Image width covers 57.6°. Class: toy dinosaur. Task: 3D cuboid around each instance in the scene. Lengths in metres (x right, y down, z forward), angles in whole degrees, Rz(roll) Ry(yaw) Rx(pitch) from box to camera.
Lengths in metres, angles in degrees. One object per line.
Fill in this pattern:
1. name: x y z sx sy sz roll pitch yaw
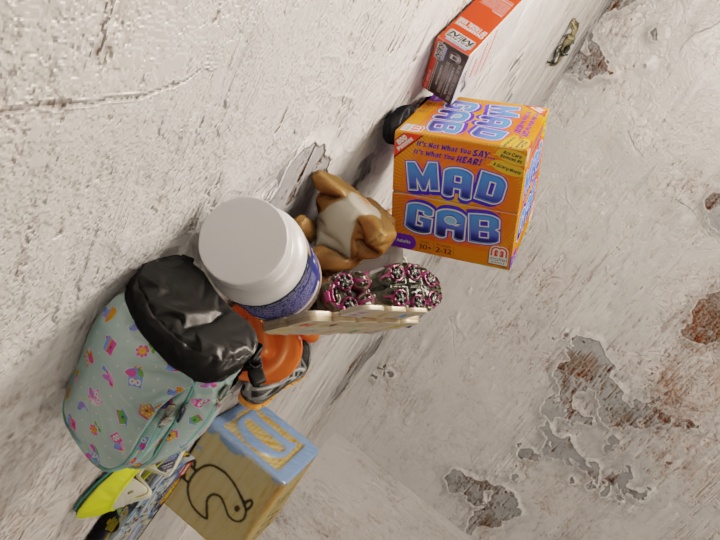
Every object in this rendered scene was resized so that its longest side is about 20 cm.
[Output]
1. toy dinosaur: 0.629 -0.686 2.045 0.088 0.047 0.200 -56 174 -30

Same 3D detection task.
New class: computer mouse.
1. computer mouse: 0.078 -0.252 1.072 0.200 0.034 0.059 -47 146 -56

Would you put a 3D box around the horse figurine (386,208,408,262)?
1. horse figurine: 0.070 -0.077 1.378 0.050 0.133 0.200 -21 -155 49

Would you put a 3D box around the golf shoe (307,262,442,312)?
1. golf shoe: 0.021 0.033 0.910 0.199 0.073 0.092 -1 166 -30

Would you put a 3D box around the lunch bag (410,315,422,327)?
1. lunch bag: 0.075 0.032 1.453 0.076 0.200 0.160 -41 166 -18

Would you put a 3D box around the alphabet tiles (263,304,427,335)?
1. alphabet tiles: -0.020 0.069 0.843 0.200 0.015 0.195 6 164 -45

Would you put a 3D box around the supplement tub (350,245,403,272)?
1. supplement tub: 0.000 0.000 1.181 0.146 0.145 0.200 -51 168 -16

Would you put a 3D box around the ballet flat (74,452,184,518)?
1. ballet flat: -0.310 0.286 0.937 0.200 0.067 0.067 -47 167 -35

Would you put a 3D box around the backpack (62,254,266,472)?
1. backpack: -0.207 0.104 0.659 0.126 0.167 0.200 -2 132 -52

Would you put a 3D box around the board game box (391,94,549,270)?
1. board game box: 0.178 -0.151 1.067 0.200 0.199 0.201 -52 149 -52

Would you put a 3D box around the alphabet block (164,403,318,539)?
1. alphabet block: -0.233 0.406 1.304 0.200 0.195 0.196 -58 167 12

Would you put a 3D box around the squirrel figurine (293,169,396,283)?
1. squirrel figurine: -0.043 -0.027 0.961 0.187 0.141 0.200 -51 168 15

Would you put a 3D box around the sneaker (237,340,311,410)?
1. sneaker: -0.157 0.188 1.279 0.200 0.078 0.077 -44 156 -46

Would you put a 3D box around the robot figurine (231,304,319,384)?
1. robot figurine: -0.146 0.109 0.966 0.144 0.116 0.200 -52 169 -8

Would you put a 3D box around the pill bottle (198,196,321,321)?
1. pill bottle: -0.112 -0.009 0.757 0.116 0.116 0.200 -53 170 -8

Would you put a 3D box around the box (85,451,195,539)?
1. box: -0.368 0.389 1.073 0.200 0.040 0.137 -54 168 0

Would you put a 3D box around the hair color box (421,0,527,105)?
1. hair color box: 0.188 -0.376 1.063 0.200 0.064 0.111 -50 170 -27
